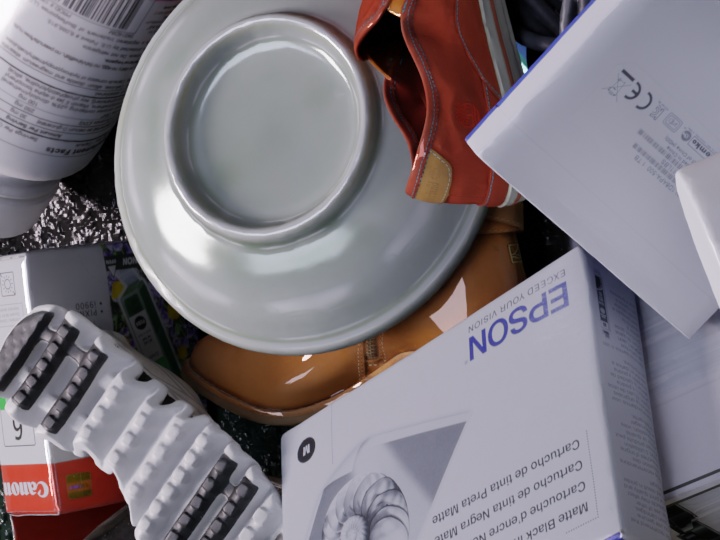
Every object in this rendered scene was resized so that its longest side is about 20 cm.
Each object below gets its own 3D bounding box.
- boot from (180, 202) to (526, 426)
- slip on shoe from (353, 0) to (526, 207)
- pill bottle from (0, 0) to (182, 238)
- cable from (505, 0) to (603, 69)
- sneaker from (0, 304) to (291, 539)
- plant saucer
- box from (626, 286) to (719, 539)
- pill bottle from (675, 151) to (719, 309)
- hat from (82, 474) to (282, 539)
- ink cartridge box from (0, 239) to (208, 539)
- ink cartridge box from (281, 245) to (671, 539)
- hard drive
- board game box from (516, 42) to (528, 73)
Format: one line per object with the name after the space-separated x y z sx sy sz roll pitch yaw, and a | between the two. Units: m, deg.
0.000 0.000 1.199 0.199 0.074 0.155 6 96 33 | boot
0.025 -0.116 1.083 0.074 0.061 0.201 107 151 -62 | slip on shoe
-0.168 -0.120 1.295 0.113 0.113 0.200 51 123 24 | pill bottle
0.081 -0.164 1.025 0.163 0.051 0.201 -126 35 -50 | cable
-0.087 0.093 1.191 0.200 0.081 0.075 46 103 19 | sneaker
-0.035 -0.062 1.142 0.199 0.050 0.201 -4 79 24 | plant saucer
0.157 0.053 1.042 0.200 0.060 0.117 -27 48 40 | box
0.225 -0.031 0.913 0.199 0.114 0.115 -21 79 4 | pill bottle
-0.077 0.192 1.211 0.200 0.081 0.201 -1 82 7 | hat
-0.133 0.086 1.288 0.050 0.109 0.201 -8 90 47 | ink cartridge box
0.045 0.119 1.054 0.199 0.041 0.201 -34 45 33 | ink cartridge box
0.155 -0.085 0.977 0.200 0.132 0.025 -47 27 8 | hard drive
0.137 -0.156 1.076 0.152 0.045 0.200 52 124 23 | board game box
